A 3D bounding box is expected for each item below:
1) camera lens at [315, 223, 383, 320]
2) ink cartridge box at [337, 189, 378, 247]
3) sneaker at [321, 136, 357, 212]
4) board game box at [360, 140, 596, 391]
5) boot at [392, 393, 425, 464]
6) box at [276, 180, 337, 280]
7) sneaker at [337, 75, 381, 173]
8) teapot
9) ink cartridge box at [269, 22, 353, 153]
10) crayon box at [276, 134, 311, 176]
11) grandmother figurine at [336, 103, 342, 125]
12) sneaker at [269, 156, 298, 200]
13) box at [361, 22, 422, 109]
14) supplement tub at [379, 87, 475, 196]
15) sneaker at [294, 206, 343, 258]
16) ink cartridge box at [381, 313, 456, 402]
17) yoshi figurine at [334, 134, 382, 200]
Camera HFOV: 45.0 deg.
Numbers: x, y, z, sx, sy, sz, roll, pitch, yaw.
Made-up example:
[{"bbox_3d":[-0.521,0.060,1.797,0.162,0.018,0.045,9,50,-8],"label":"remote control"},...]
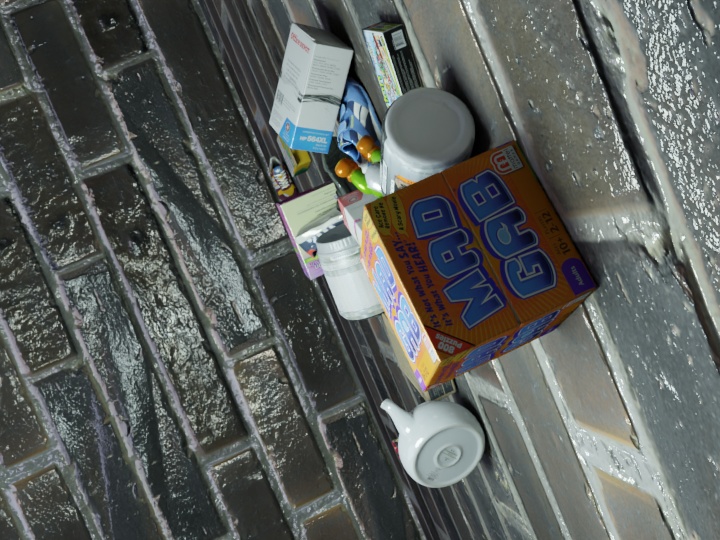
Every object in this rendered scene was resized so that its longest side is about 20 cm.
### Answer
[{"bbox_3d":[0.000,0.000,1.961,0.160,0.159,0.201,-141,29,-71],"label":"camera lens"},{"bbox_3d":[0.049,-0.082,1.603,0.200,0.116,0.068,-123,14,-50],"label":"ink cartridge box"},{"bbox_3d":[-0.038,-0.196,1.944,0.200,0.076,0.114,61,162,2],"label":"sneaker"},{"bbox_3d":[0.131,0.002,1.067,0.200,0.199,0.201,94,151,-73],"label":"board game box"},{"bbox_3d":[0.148,0.395,2.131,0.073,0.150,0.201,77,166,-50],"label":"boot"},{"bbox_3d":[-0.089,-0.107,2.162,0.097,0.175,0.201,-152,39,-77],"label":"box"},{"bbox_3d":[-0.011,-0.267,1.598,0.074,0.082,0.201,91,157,-72],"label":"sneaker"},{"bbox_3d":[0.162,0.350,1.846,0.146,0.196,0.201,-126,21,-57],"label":"teapot"},{"bbox_3d":[-0.094,-0.340,1.620,0.146,0.084,0.201,53,132,54],"label":"ink cartridge box"},{"bbox_3d":[-0.197,-0.357,2.565,0.200,0.051,0.127,158,89,-82],"label":"crayon box"},{"bbox_3d":[-0.051,-0.348,1.704,0.121,0.060,0.201,87,159,-66],"label":"grandmother figurine"},{"bbox_3d":[-0.279,-0.319,3.080,0.201,0.075,0.090,58,173,40],"label":"sneaker"},{"bbox_3d":[0.062,-0.269,1.309,0.110,0.034,0.201,-134,22,-67],"label":"box"},{"bbox_3d":[0.087,-0.148,1.191,0.200,0.122,0.123,88,157,-68],"label":"supplement tub"},{"bbox_3d":[-0.057,-0.094,2.060,0.085,0.199,0.075,53,-151,-19],"label":"sneaker"},{"bbox_3d":[0.128,0.176,1.937,0.200,0.075,0.166,-131,21,-65],"label":"ink cartridge box"},{"bbox_3d":[0.048,-0.140,1.484,0.200,0.112,0.113,45,142,18],"label":"yoshi figurine"}]
